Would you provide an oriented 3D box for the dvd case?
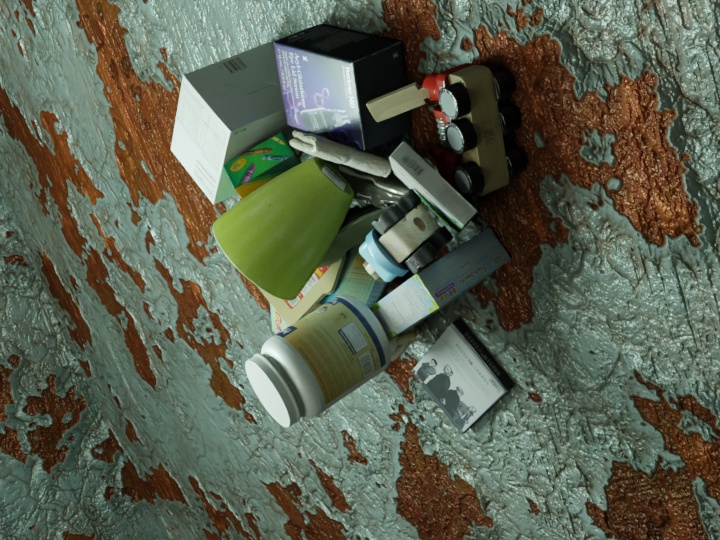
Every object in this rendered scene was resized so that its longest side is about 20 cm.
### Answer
[{"bbox_3d":[0.175,0.189,1.783,0.150,0.025,0.200,51,147,13],"label":"dvd case"}]

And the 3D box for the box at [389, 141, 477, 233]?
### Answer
[{"bbox_3d":[0.106,-0.118,1.498,0.144,0.036,0.200,44,-177,3],"label":"box"}]

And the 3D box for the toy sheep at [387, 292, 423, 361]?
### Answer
[{"bbox_3d":[0.036,0.097,1.782,0.137,0.200,0.138,2,100,13],"label":"toy sheep"}]

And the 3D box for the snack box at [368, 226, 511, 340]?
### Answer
[{"bbox_3d":[0.116,0.027,1.598,0.068,0.168,0.200,56,149,5],"label":"snack box"}]

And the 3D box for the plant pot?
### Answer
[{"bbox_3d":[-0.110,-0.087,1.685,0.200,0.187,0.187,-46,73,16],"label":"plant pot"}]

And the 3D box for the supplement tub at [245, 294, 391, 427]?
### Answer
[{"bbox_3d":[-0.067,0.143,1.606,0.144,0.200,0.145,45,154,29],"label":"supplement tub"}]

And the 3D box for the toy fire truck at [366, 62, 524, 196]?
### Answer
[{"bbox_3d":[0.118,-0.207,1.469,0.200,0.128,0.176,30,139,56],"label":"toy fire truck"}]

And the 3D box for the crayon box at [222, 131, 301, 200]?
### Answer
[{"bbox_3d":[-0.146,-0.147,1.785,0.058,0.119,0.200,62,-177,28],"label":"crayon box"}]

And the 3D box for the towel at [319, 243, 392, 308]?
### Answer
[{"bbox_3d":[0.000,0.000,1.773,0.022,0.147,0.200,31,166,-32],"label":"towel"}]

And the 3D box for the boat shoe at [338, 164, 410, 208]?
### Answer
[{"bbox_3d":[0.029,-0.129,1.683,0.200,0.067,0.057,28,119,51],"label":"boat shoe"}]

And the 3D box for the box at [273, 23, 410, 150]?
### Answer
[{"bbox_3d":[-0.029,-0.293,1.602,0.200,0.104,0.148,24,133,44],"label":"box"}]

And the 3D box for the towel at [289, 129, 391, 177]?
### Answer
[{"bbox_3d":[-0.036,-0.188,1.634,0.200,0.132,0.035,-142,68,-72],"label":"towel"}]

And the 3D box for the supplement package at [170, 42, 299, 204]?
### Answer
[{"bbox_3d":[-0.210,-0.260,1.797,0.147,0.191,0.200,50,146,18],"label":"supplement package"}]

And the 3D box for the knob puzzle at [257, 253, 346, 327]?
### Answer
[{"bbox_3d":[-0.096,-0.016,1.849,0.219,0.220,0.030,28,176,40],"label":"knob puzzle"}]

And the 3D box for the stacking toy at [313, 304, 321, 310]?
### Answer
[{"bbox_3d":[-0.145,0.018,1.937,0.200,0.085,0.086,46,147,36],"label":"stacking toy"}]

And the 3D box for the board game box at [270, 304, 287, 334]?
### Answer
[{"bbox_3d":[-0.075,0.106,1.988,0.200,0.103,0.105,33,139,36],"label":"board game box"}]

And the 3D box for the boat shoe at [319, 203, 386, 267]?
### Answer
[{"bbox_3d":[-0.019,-0.077,1.754,0.201,0.072,0.061,-30,55,27],"label":"boat shoe"}]

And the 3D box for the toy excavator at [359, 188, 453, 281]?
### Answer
[{"bbox_3d":[0.045,-0.031,1.567,0.100,0.194,0.200,49,125,0],"label":"toy excavator"}]
